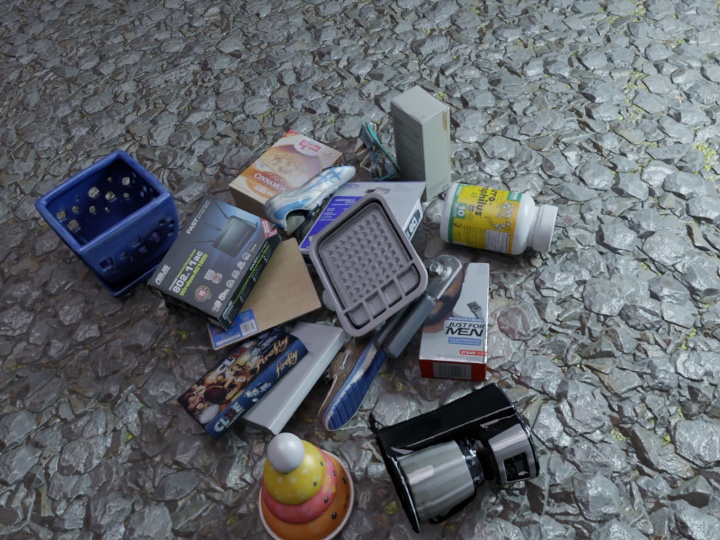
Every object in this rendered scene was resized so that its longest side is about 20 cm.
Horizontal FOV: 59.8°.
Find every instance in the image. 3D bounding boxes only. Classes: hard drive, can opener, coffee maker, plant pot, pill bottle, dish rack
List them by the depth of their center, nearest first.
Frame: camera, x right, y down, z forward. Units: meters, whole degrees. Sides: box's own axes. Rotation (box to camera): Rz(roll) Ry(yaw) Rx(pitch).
[{"bbox_3d":[0.130,0.245,0.907,0.198,0.135,0.193,-20,52,-8],"label":"coffee maker"},{"bbox_3d":[0.102,0.062,1.033,0.053,0.067,0.201,27,76,43],"label":"can opener"},{"bbox_3d":[-0.120,0.171,1.034,0.131,0.026,0.201,2,46,49],"label":"hard drive"},{"bbox_3d":[0.015,-0.009,1.037,0.171,0.043,0.201,-37,65,20],"label":"dish rack"},{"bbox_3d":[0.256,-0.092,1.161,0.198,0.113,0.113,12,55,17],"label":"pill bottle"},{"bbox_3d":[-0.468,-0.081,1.218,0.200,0.181,0.200,-39,57,-21],"label":"plant pot"}]

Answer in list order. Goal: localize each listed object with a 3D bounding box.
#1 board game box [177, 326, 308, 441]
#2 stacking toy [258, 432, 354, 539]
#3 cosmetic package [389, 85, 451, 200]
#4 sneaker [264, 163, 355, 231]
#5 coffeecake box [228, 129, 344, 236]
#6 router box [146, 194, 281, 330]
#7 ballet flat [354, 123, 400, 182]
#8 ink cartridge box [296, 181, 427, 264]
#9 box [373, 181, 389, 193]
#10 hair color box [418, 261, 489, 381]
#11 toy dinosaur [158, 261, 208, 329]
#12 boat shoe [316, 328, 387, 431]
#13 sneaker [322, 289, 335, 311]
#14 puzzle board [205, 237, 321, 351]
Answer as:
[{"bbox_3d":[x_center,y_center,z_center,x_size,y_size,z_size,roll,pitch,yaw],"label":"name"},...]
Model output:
[{"bbox_3d":[-0.196,0.175,1.033,0.200,0.035,0.135,-43,29,-22],"label":"board game box"},{"bbox_3d":[-0.090,0.286,0.866,0.144,0.201,0.147,-4,52,6],"label":"stacking toy"},{"bbox_3d":[0.122,-0.250,1.245,0.071,0.201,0.105,-32,55,-17],"label":"cosmetic package"},{"bbox_3d":[-0.090,-0.144,1.209,0.199,0.072,0.073,-32,91,-16],"label":"sneaker"},{"bbox_3d":[-0.150,-0.188,1.320,0.153,0.073,0.200,28,61,27],"label":"coffeecake box"},{"bbox_3d":[-0.252,-0.017,1.097,0.149,0.062,0.201,22,69,14],"label":"router box"},{"bbox_3d":[0.021,-0.251,1.342,0.073,0.075,0.201,-18,38,-6],"label":"ballet flat"},{"bbox_3d":[0.009,-0.087,1.162,0.196,0.044,0.201,5,50,31],"label":"ink cartridge box"},{"bbox_3d":[0.001,-0.102,1.253,0.041,0.039,0.200,32,63,31],"label":"box"},{"bbox_3d":[0.163,0.082,1.072,0.110,0.064,0.202,2,52,11],"label":"hair color box"},{"bbox_3d":[-0.302,0.021,1.176,0.134,0.103,0.200,-9,28,-19],"label":"toy dinosaur"},{"bbox_3d":[-0.022,0.174,1.032,0.072,0.073,0.200,17,47,26],"label":"boat shoe"},{"bbox_3d":[0.000,0.000,1.166,0.199,0.076,0.088,-36,40,-21],"label":"sneaker"},{"bbox_3d":[-0.183,0.041,1.108,0.198,0.017,0.152,-22,63,-3],"label":"puzzle board"}]
